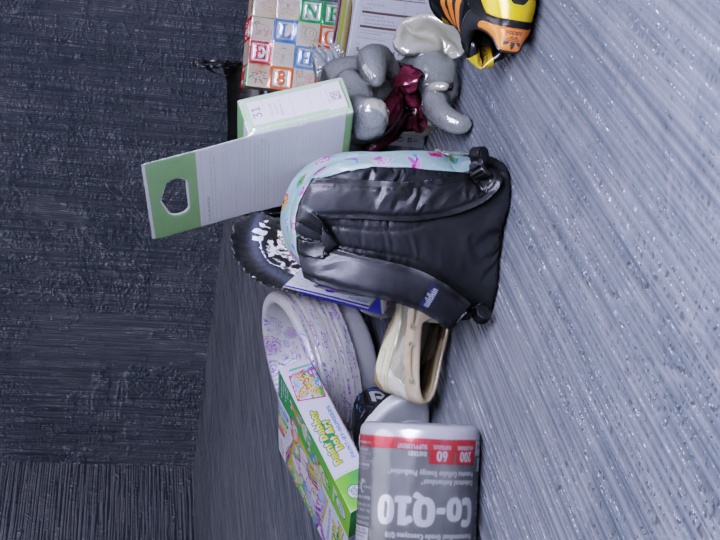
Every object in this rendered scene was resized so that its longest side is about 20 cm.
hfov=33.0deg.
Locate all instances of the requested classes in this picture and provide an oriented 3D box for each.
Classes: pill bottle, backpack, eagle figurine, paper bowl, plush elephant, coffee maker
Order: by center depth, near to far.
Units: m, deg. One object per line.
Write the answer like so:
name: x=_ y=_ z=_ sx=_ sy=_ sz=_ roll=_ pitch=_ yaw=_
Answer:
pill bottle: x=0.052 y=0.243 z=1.128 sx=0.114 sy=0.113 sz=0.201 roll=156 pitch=116 yaw=-76
backpack: x=0.027 y=-0.038 z=1.128 sx=0.127 sy=0.199 sz=0.168 roll=-147 pitch=61 yaw=-76
plush elephant: x=0.043 y=-0.174 z=1.254 sx=0.165 sy=0.154 sz=0.200 roll=92 pitch=165 yaw=-48
eagle figurine: x=-0.038 y=-0.033 z=1.488 sx=0.199 sy=0.152 sz=0.151 roll=3 pitch=69 yaw=43
paper bowl: x=-0.047 y=0.113 z=1.574 sx=0.201 sy=0.104 sz=0.201 roll=166 pitch=90 yaw=-71
coffee maker: x=-0.134 y=-0.173 z=1.619 sx=0.135 sy=0.191 sz=0.201 roll=-154 pitch=67 yaw=-77

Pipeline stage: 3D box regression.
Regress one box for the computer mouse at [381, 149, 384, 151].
computer mouse: x=-0.022 y=-0.171 z=1.544 sx=0.046 sy=0.140 sz=0.200 roll=-42 pitch=30 yaw=17

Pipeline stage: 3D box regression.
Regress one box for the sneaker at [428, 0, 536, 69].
sneaker: x=0.106 y=-0.230 z=1.126 sx=0.200 sy=0.070 sz=0.090 roll=-166 pitch=84 yaw=-76

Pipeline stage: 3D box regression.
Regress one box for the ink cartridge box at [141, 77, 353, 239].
ink cartridge box: x=-0.109 y=-0.104 z=1.152 sx=0.146 sy=0.199 sz=0.048 roll=100 pitch=155 yaw=-63

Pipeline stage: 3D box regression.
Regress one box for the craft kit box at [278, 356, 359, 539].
craft kit box: x=-0.039 y=0.234 z=1.415 sx=0.198 sy=0.048 sz=0.200 roll=57 pitch=159 yaw=30

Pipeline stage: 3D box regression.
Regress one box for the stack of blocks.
stack of blocks: x=-0.044 y=-0.276 z=1.528 sx=0.059 sy=0.199 sz=0.116 roll=-155 pitch=71 yaw=-77

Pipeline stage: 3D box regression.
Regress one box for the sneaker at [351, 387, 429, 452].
sneaker: x=0.023 y=0.163 z=1.371 sx=0.200 sy=0.073 sz=0.112 roll=105 pitch=161 yaw=-48

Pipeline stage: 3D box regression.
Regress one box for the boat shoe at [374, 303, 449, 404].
boat shoe: x=0.072 y=0.036 z=1.235 sx=0.065 sy=0.072 sz=0.201 roll=18 pitch=94 yaw=40

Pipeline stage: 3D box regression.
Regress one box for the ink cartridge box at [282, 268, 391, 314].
ink cartridge box: x=0.000 y=0.000 z=1.282 sx=0.200 sy=0.094 sz=0.037 roll=-44 pitch=-36 yaw=-60

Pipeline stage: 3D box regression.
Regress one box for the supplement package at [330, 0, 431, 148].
supplement package: x=0.028 y=-0.258 z=1.399 sx=0.114 sy=0.109 sz=0.201 roll=-109 pitch=26 yaw=-60

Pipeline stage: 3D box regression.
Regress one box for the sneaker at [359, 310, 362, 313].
sneaker: x=-0.042 y=-0.011 z=1.636 sx=0.076 sy=0.113 sz=0.201 roll=-102 pitch=20 yaw=-50
